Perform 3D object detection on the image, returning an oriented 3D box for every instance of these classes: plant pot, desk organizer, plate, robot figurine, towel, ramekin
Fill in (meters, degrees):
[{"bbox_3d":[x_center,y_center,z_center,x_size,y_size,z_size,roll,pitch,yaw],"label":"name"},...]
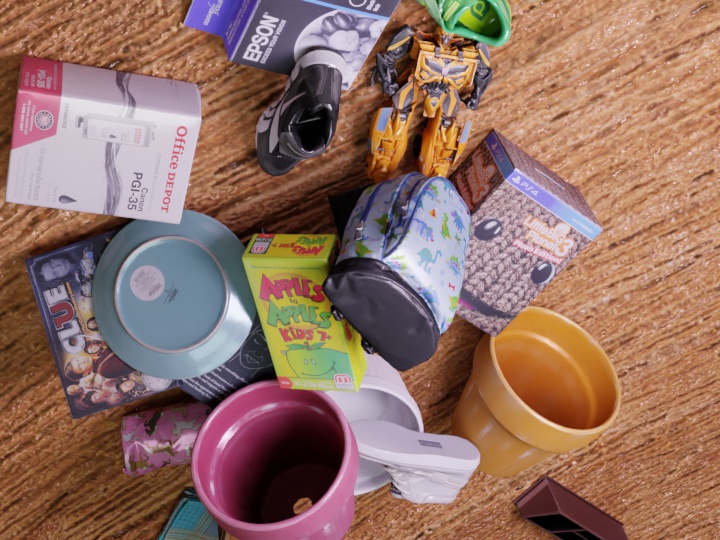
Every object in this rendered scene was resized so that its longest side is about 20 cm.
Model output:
[{"bbox_3d":[-0.087,0.261,1.495,0.199,0.201,0.179,-20,143,2],"label":"plant pot"},{"bbox_3d":[0.337,0.405,1.879,0.200,0.077,0.072,34,112,-30],"label":"desk organizer"},{"bbox_3d":[-0.219,0.028,1.415,0.199,0.026,0.202,0,90,3],"label":"plate"},{"bbox_3d":[0.077,-0.191,1.410,0.144,0.058,0.201,5,124,-17],"label":"robot figurine"},{"bbox_3d":[0.218,0.181,1.637,0.199,0.201,0.184,14,136,-21],"label":"plant pot"},{"bbox_3d":[-0.233,0.413,1.794,0.146,0.022,0.201,19,119,-23],"label":"towel"},{"bbox_3d":[-0.021,0.198,1.636,0.199,0.105,0.201,-6,127,-8],"label":"ramekin"}]

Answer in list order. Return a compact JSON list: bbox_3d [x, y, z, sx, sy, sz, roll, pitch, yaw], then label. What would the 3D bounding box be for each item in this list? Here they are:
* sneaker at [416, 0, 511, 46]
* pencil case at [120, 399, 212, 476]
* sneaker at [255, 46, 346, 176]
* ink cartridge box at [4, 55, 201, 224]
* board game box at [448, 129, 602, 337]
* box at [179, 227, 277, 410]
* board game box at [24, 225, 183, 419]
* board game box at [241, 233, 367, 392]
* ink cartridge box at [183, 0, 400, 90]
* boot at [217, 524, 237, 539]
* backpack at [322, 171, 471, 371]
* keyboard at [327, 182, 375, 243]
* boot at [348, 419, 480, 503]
[{"bbox_3d":[0.092,-0.310,1.313,0.199,0.084,0.074,25,116,-25],"label":"sneaker"},{"bbox_3d":[-0.224,0.219,1.623,0.198,0.087,0.083,-9,158,-6],"label":"pencil case"},{"bbox_3d":[-0.072,-0.155,1.356,0.066,0.091,0.200,13,143,-20],"label":"sneaker"},{"bbox_3d":[-0.286,-0.144,1.348,0.199,0.083,0.147,7,123,-17],"label":"ink cartridge box"},{"bbox_3d":[0.169,-0.043,1.512,0.159,0.097,0.200,29,114,-29],"label":"board game box"},{"bbox_3d":[-0.136,0.074,1.522,0.200,0.107,0.148,-40,123,17],"label":"box"},{"bbox_3d":[-0.307,0.063,1.449,0.135,0.035,0.201,-18,88,1],"label":"board game box"},{"bbox_3d":[-0.062,0.051,1.403,0.101,0.048,0.201,2,129,18],"label":"board game box"},{"bbox_3d":[-0.068,-0.285,1.279,0.199,0.044,0.198,11,146,-19],"label":"ink cartridge box"},{"bbox_3d":[-0.126,0.378,1.735,0.154,0.074,0.201,-5,140,-7],"label":"boot"},{"bbox_3d":[0.050,-0.018,1.377,0.153,0.201,0.163,-28,121,22],"label":"backpack"},{"bbox_3d":[0.000,0.000,1.469,0.126,0.201,0.021,-16,168,-4],"label":"keyboard"},{"bbox_3d":[0.056,0.260,1.586,0.199,0.074,0.096,15,115,-22],"label":"boot"}]
